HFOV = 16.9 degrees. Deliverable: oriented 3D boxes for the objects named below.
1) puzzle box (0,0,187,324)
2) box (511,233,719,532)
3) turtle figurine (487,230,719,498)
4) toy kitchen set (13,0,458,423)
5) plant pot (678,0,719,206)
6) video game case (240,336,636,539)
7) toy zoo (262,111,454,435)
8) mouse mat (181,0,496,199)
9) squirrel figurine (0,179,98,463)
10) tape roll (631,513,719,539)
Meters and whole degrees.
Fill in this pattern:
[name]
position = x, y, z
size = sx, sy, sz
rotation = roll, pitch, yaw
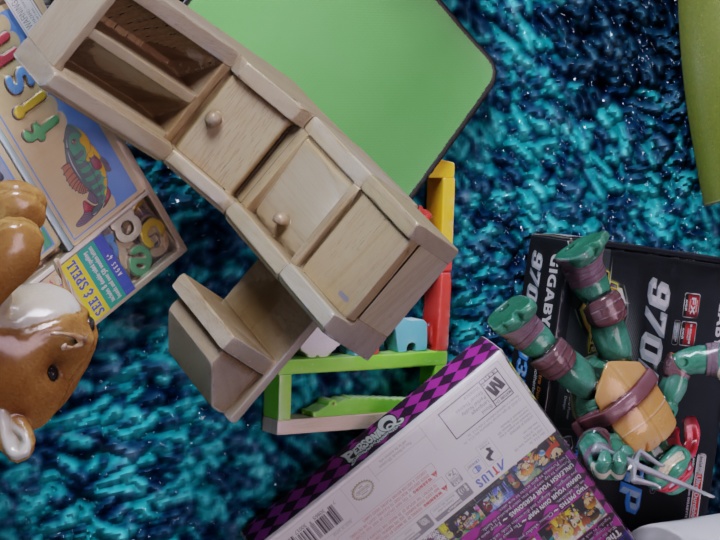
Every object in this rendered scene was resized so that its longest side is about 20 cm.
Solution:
[puzzle box]
position = -0.198, -0.053, 1.383
size = 0.133, 0.025, 0.200
rotation = -41, 116, -23
[box]
position = 0.174, 0.082, 1.639
size = 0.159, 0.046, 0.201
rotation = 8, 92, -34
[turtle figurine]
position = 0.174, 0.082, 1.553
size = 0.200, 0.101, 0.150
rotation = 51, 54, -10
[toy kitchen set]
position = -0.094, -0.032, 1.336
size = 0.163, 0.200, 0.180
rotation = -50, 134, 7
[plant pot]
position = 0.290, -0.167, 1.625
size = 0.187, 0.187, 0.200
rotation = -17, 89, -32
[video game case]
position = 0.053, 0.170, 1.540
size = 0.200, 0.036, 0.181
rotation = -39, 116, -4
[toy zoo]
position = 0.000, 0.000, 1.526
size = 0.131, 0.020, 0.201
rotation = -1, 96, -34
[mouse mat]
position = -0.014, -0.134, 1.495
size = 0.200, 0.008, 0.161
rotation = 46, 66, -22
[squirrel figurine]
position = -0.245, 0.027, 1.301
size = 0.200, 0.142, 0.187
rotation = -36, 125, 2
[tape roll]
position = 0.232, 0.260, 1.588
size = 0.071, 0.202, 0.203
rotation = -7, 99, -21
